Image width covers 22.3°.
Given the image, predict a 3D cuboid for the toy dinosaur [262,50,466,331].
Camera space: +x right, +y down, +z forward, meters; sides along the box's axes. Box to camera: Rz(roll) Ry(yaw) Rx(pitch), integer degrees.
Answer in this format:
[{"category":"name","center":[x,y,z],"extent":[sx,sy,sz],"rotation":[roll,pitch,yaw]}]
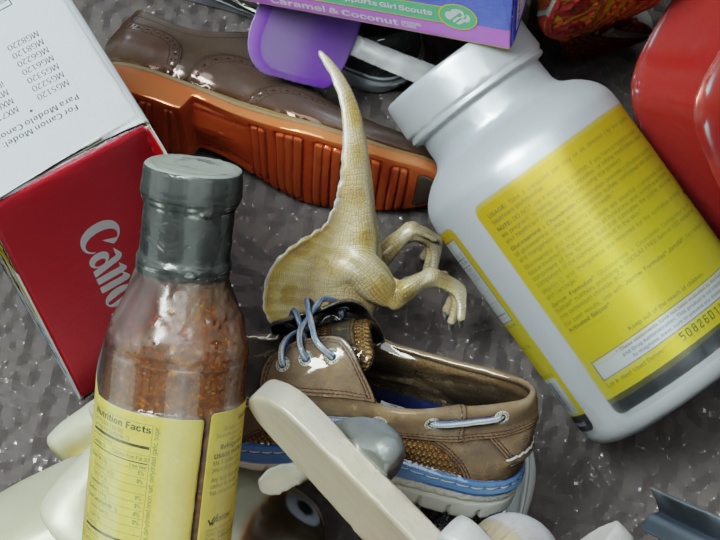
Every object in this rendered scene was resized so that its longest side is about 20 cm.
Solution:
[{"category":"toy dinosaur","center":[0.000,0.000,0.914],"extent":[0.101,0.058,0.201],"rotation":[9,103,-27]}]

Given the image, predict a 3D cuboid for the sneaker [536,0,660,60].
[{"category":"sneaker","center":[0.115,-0.157,0.925],"extent":[0.073,0.200,0.077],"rotation":[-16,88,1]}]

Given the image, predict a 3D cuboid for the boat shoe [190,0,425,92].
[{"category":"boat shoe","center":[-0.053,-0.167,0.996],"extent":[0.200,0.066,0.070],"rotation":[35,74,10]}]

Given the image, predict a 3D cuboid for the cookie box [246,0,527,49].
[{"category":"cookie box","center":[0.019,-0.220,0.898],"extent":[0.170,0.075,0.201],"rotation":[13,61,13]}]

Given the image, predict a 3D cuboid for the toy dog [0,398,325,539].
[{"category":"toy dog","center":[-0.113,0.145,0.857],"extent":[0.199,0.140,0.195],"rotation":[-13,91,-6]}]

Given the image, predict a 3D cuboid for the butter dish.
[{"category":"butter dish","center":[0.209,-0.095,0.939],"extent":[0.148,0.200,0.200],"rotation":[17,62,45]}]

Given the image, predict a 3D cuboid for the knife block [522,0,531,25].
[{"category":"knife block","center":[0.093,-0.246,1.026],"extent":[0.175,0.064,0.200],"rotation":[-32,74,-10]}]

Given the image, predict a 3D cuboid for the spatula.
[{"category":"spatula","center":[0.032,-0.104,0.959],"extent":[0.199,0.021,0.057],"rotation":[18,103,-23]}]

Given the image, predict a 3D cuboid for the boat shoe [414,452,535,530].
[{"category":"boat shoe","center":[0.042,0.157,0.879],"extent":[0.072,0.069,0.201],"rotation":[10,70,26]}]

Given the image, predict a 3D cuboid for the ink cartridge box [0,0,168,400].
[{"category":"ink cartridge box","center":[-0.136,-0.030,0.864],"extent":[0.084,0.200,0.176],"rotation":[-29,63,-10]}]

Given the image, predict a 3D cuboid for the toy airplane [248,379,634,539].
[{"category":"toy airplane","center":[0.047,0.143,0.755],"extent":[0.198,0.201,0.141],"rotation":[12,34,29]}]

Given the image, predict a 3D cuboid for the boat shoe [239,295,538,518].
[{"category":"boat shoe","center":[-0.015,0.049,0.833],"extent":[0.199,0.073,0.072],"rotation":[14,31,-10]}]

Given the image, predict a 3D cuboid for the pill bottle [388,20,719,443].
[{"category":"pill bottle","center":[0.104,-0.023,0.907],"extent":[0.112,0.112,0.200],"rotation":[-35,89,-12]}]

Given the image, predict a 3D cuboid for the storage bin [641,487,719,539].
[{"category":"storage bin","center":[0.203,0.202,0.843],"extent":[0.199,0.146,0.135],"rotation":[25,88,-11]}]

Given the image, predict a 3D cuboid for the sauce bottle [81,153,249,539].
[{"category":"sauce bottle","center":[-0.077,0.054,0.750],"extent":[0.066,0.066,0.201],"rotation":[9,103,2]}]

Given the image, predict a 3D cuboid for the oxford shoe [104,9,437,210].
[{"category":"oxford shoe","center":[-0.044,-0.090,0.971],"extent":[0.199,0.071,0.073],"rotation":[19,62,2]}]
